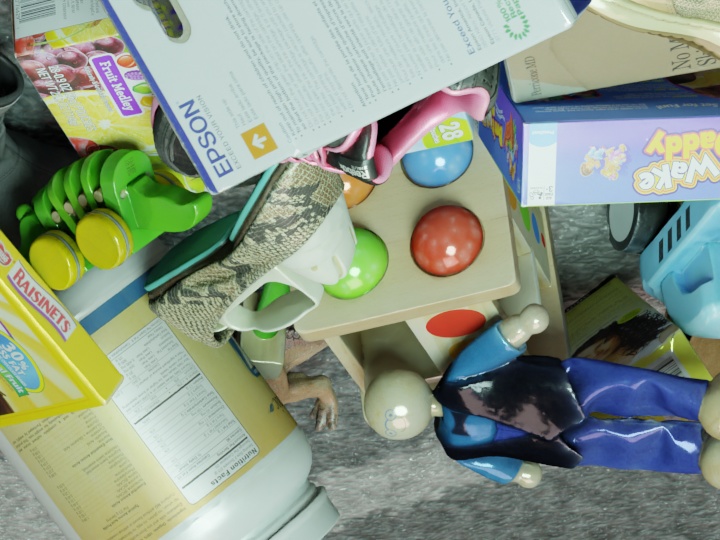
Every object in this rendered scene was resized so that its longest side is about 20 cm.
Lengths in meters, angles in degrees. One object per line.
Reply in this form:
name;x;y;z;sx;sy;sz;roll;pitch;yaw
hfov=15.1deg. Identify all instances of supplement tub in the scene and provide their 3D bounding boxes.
supplement tub;-0.119;0.095;1.537;0.144;0.200;0.145;-36;-177;2

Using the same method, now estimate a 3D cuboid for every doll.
doll;0.100;0.074;1.481;0.199;0.049;0.137;3;133;12

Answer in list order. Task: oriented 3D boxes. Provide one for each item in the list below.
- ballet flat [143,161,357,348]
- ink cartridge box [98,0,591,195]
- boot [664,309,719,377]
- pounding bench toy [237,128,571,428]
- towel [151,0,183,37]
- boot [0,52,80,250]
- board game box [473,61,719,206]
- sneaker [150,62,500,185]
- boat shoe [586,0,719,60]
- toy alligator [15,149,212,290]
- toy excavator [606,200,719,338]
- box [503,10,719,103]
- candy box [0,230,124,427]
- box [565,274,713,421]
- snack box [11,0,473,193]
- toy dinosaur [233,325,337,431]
ballet flat;-0.045;-0.011;1.412;0.075;0.068;0.200;40;145;-7
ink cartridge box;-0.029;-0.158;1.178;0.199;0.200;0.041;-23;-168;29
boot;0.216;0.047;1.709;0.075;0.074;0.200;-22;149;-21
pounding bench toy;0.000;0.000;1.529;0.199;0.125;0.156;-13;152;13
towel;-0.024;-0.172;1.207;0.199;0.144;0.023;-19;-165;27
boot;-0.195;-0.065;1.419;0.199;0.070;0.132;6;150;-22
board game box;0.167;-0.079;1.412;0.199;0.135;0.045;-2;111;-8
sneaker;-0.016;-0.077;1.270;0.199;0.096;0.079;-23;147;29
boat shoe;0.146;-0.140;1.237;0.199;0.071;0.065;21;106;-14
toy alligator;-0.151;-0.024;1.401;0.200;0.054;0.059;-21;-168;46
toy excavator;0.228;0.005;1.509;0.099;0.201;0.195;3;151;-20
box;0.162;-0.151;1.326;0.199;0.078;0.095;-10;153;7
candy box;-0.217;-0.001;1.397;0.102;0.026;0.200;-15;123;42
box;0.153;0.056;1.613;0.075;0.050;0.200;-36;-170;-1
snack box;-0.056;-0.111;1.367;0.199;0.068;0.169;-12;152;9
toy dinosaur;-0.090;0.052;1.663;0.199;0.086;0.136;-18;144;10
